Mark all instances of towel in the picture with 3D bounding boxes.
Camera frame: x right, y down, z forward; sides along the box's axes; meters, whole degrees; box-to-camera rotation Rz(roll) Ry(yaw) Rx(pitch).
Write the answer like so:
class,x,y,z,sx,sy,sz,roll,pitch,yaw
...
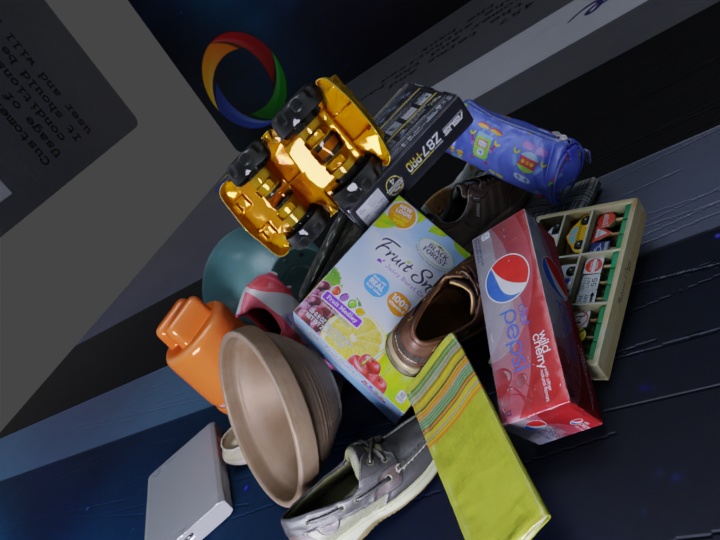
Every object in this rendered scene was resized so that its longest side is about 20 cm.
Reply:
class,x,y,z,sx,sy,sz,roll,pitch,yaw
towel,0.091,0.151,0.538,0.087,0.018,0.202,-60,29,25
towel,0.203,-0.051,0.831,0.197,0.035,0.194,-8,37,52

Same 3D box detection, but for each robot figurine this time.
class,x,y,z,sx,sy,sz,roll,pitch,yaw
robot figurine,-0.199,0.128,0.893,0.142,0.201,0.118,-34,26,16

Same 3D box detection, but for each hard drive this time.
class,x,y,z,sx,sy,sz,roll,pitch,yaw
hard drive,-0.239,0.306,0.849,0.131,0.026,0.200,-40,23,-3

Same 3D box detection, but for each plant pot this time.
class,x,y,z,sx,sy,sz,roll,pitch,yaw
plant pot,-0.131,0.029,0.985,0.159,0.203,0.201,2,43,53
plant pot,-0.084,0.156,0.718,0.091,0.208,0.198,-16,9,-32

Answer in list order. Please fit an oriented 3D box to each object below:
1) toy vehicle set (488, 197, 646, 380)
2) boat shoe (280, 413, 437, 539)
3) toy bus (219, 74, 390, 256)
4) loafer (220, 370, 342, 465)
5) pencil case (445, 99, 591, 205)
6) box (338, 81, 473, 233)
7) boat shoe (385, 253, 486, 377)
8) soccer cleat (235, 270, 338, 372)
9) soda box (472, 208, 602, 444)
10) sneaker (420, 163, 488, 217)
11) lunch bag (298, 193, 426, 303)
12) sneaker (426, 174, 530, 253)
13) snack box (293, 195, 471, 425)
class,x,y,z,sx,sy,sz,roll,pitch,yaw
toy vehicle set,0.217,0.018,0.644,0.122,0.026,0.204,-11,45,48
boat shoe,0.007,0.202,0.609,0.200,0.067,0.072,-41,20,-7
toy bus,-0.064,-0.146,0.784,0.199,0.136,0.193,-40,18,19
loafer,-0.116,0.184,0.832,0.197,0.069,0.076,-36,22,7
pencil case,0.198,-0.162,0.815,0.077,0.089,0.198,-28,47,-37
box,0.036,-0.158,0.828,0.200,0.049,0.161,-47,32,0
boat shoe,0.110,0.033,0.657,0.198,0.072,0.068,-38,-12,-28
soccer cleat,-0.071,0.086,0.788,0.066,0.199,0.077,-37,17,46
soda box,0.159,0.048,0.576,0.069,0.063,0.205,-30,46,33
sneaker,0.167,-0.114,0.983,0.200,0.076,0.087,-45,-10,10
lunch bag,0.000,0.000,0.880,0.166,0.138,0.204,-6,52,55
sneaker,0.168,-0.100,0.848,0.200,0.077,0.070,-45,25,-23
snack box,0.044,0.041,0.725,0.201,0.167,0.068,-47,-12,-22
